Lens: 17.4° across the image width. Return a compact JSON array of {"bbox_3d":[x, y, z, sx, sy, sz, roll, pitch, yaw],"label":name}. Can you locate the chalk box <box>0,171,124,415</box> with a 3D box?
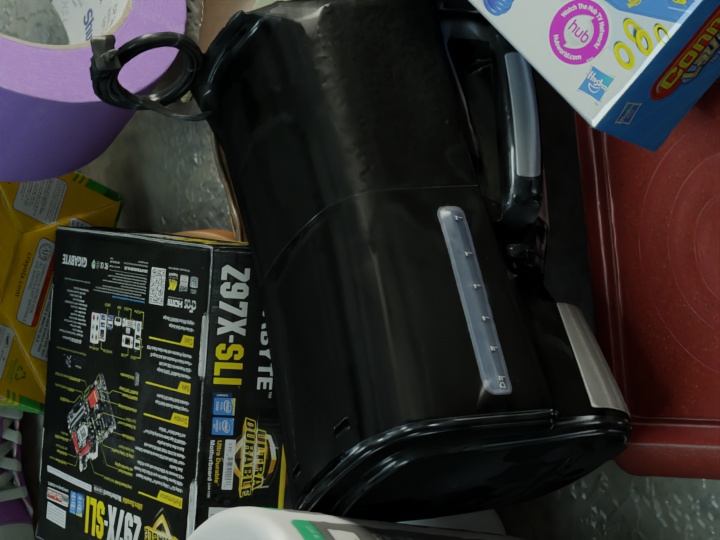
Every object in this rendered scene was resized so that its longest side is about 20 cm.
[{"bbox_3d":[-0.246,-0.009,1.225,0.199,0.124,0.125,8,77,41],"label":"chalk box"}]

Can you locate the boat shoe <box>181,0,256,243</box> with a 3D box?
[{"bbox_3d":[-0.048,-0.096,1.105,0.074,0.075,0.204,-20,84,44],"label":"boat shoe"}]

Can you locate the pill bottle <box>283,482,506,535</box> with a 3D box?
[{"bbox_3d":[0.007,0.160,1.074,0.112,0.112,0.202,21,112,40],"label":"pill bottle"}]

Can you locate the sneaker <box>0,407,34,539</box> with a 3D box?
[{"bbox_3d":[-0.213,0.077,1.305,0.114,0.072,0.202,-34,74,39],"label":"sneaker"}]

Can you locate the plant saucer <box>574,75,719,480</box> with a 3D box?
[{"bbox_3d":[0.163,-0.009,0.944,0.199,0.037,0.201,-1,97,44],"label":"plant saucer"}]

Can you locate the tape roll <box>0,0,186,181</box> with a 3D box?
[{"bbox_3d":[-0.186,-0.142,1.144,0.066,0.199,0.201,-46,66,39],"label":"tape roll"}]

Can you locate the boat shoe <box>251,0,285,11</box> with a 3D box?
[{"bbox_3d":[0.034,-0.152,1.022,0.200,0.062,0.071,-45,61,23],"label":"boat shoe"}]

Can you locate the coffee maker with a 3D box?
[{"bbox_3d":[0.000,0.000,0.972,0.135,0.191,0.201,88,171,-67],"label":"coffee maker"}]

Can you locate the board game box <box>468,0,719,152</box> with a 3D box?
[{"bbox_3d":[0.103,-0.187,0.913,0.196,0.056,0.200,-51,62,17],"label":"board game box"}]

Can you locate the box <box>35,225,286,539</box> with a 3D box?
[{"bbox_3d":[-0.095,0.063,1.104,0.200,0.049,0.161,6,94,63],"label":"box"}]

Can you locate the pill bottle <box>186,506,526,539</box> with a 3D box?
[{"bbox_3d":[0.025,0.160,0.945,0.113,0.199,0.114,-19,66,51],"label":"pill bottle"}]

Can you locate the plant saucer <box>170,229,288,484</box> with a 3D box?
[{"bbox_3d":[-0.067,0.079,1.188,0.199,0.032,0.202,9,104,42],"label":"plant saucer"}]
